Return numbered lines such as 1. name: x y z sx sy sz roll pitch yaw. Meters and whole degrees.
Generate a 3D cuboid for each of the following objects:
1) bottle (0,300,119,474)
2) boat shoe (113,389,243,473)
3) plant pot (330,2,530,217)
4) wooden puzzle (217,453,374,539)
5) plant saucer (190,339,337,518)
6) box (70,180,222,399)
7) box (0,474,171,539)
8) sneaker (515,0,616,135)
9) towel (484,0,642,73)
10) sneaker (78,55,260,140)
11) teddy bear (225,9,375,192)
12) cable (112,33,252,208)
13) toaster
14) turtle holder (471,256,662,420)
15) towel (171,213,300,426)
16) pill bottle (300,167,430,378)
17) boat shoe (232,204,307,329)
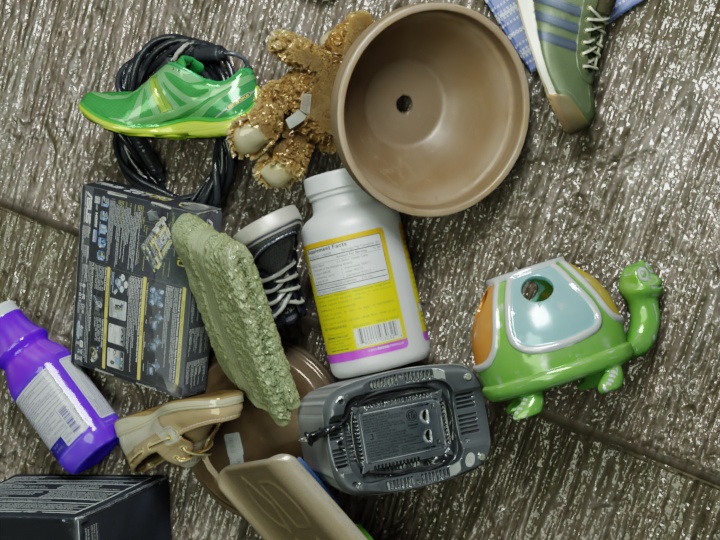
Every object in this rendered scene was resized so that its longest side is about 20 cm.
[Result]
1. bottle: -0.344 0.124 1.729 0.200 0.065 0.084 51 121 11
2. boat shoe: -0.183 0.170 1.634 0.199 0.073 0.070 -21 79 49
3. plant pot: 0.056 -0.158 1.523 0.199 0.093 0.203 -4 101 -21
4. wooden puzzle: -0.046 0.253 1.572 0.185 0.200 0.046 49 65 -6
5. plant saucer: -0.104 0.171 1.664 0.198 0.029 0.202 2 96 20
6. box: -0.230 0.018 1.664 0.160 0.049 0.202 14 105 32
7. box: -0.329 0.294 1.666 0.198 0.198 0.124 -2 96 21
8. sneaker: 0.203 -0.237 1.480 0.089 0.067 0.202 -19 86 23
9. towel: 0.173 -0.313 1.531 0.144 0.024 0.201 -32 85 18
10. sneaker: -0.190 -0.176 1.603 0.198 0.074 0.084 1 92 15
11. teddy bear: -0.053 -0.173 1.561 0.067 0.144 0.201 28 91 57
12. cable: -0.196 -0.147 1.663 0.162 0.051 0.202 13 99 19
13. toaster: 0.020 0.156 1.533 0.198 0.129 0.115 -11 89 -20
14. turtle holder: 0.192 0.055 1.484 0.184 0.141 0.133 -19 87 21
15. towel: -0.124 0.048 1.554 0.148 0.036 0.201 28 139 56
16. pill bottle: 0.000 0.000 1.572 0.103 0.104 0.202 -13 89 21
17. boat shoe: -0.081 0.004 1.565 0.074 0.200 0.093 -26 83 -13
